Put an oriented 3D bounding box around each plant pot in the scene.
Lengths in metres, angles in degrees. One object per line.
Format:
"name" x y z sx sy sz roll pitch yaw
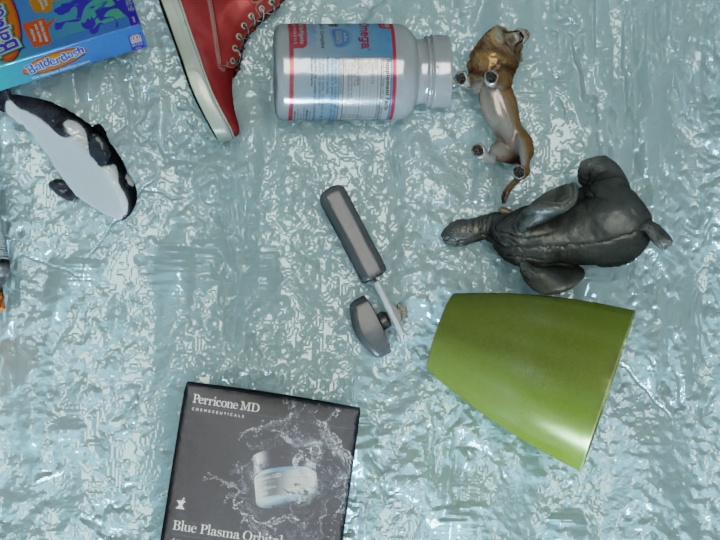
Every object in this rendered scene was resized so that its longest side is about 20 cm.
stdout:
"plant pot" 0.182 0.102 1.637 0.199 0.187 0.188 19 84 12

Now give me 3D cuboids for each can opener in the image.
"can opener" 0.000 0.000 1.677 0.066 0.053 0.201 -23 88 -6

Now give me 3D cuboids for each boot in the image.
"boot" -0.137 -0.257 1.678 0.144 0.072 0.201 -18 84 -8

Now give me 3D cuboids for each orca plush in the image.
"orca plush" -0.324 -0.143 1.669 0.199 0.071 0.105 32 128 8

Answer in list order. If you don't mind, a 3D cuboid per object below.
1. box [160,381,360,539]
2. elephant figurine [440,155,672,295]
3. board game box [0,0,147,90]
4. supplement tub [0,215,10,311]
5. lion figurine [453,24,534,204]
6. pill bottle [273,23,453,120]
"box" -0.112 0.235 1.617 0.196 0.117 0.201 9 84 -4
"elephant figurine" 0.215 -0.037 1.649 0.199 0.155 0.142 -16 71 -16
"board game box" -0.356 -0.290 1.643 0.199 0.045 0.153 -19 61 -6
"supplement tub" -0.454 -0.047 1.606 0.122 0.123 0.201 -10 86 -6
"lion figurine" 0.164 -0.182 1.687 0.072 0.122 0.201 -6 97 23
"pill bottle" 0.001 -0.226 1.667 0.199 0.109 0.109 -1 86 -6
